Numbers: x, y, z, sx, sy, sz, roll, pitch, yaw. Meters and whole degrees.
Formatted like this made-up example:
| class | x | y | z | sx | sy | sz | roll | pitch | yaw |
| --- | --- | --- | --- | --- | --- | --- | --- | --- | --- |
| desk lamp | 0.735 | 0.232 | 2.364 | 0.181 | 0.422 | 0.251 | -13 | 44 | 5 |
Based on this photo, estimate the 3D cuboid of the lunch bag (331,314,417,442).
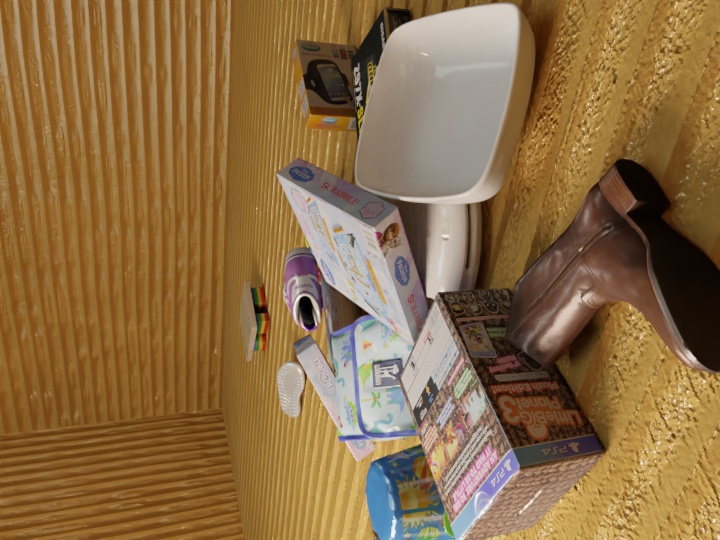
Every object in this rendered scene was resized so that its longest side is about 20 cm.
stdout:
| class | x | y | z | sx | sy | sz | roll | pitch | yaw |
| --- | --- | --- | --- | --- | --- | --- | --- | --- | --- |
| lunch bag | 0.041 | 0.156 | 0.839 | 0.199 | 0.125 | 0.174 | -27 | 64 | 55 |

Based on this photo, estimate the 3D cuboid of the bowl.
| class | x | y | z | sx | sy | sz | roll | pitch | yaw |
| --- | --- | --- | --- | --- | --- | --- | --- | --- | --- |
| bowl | 0.094 | -0.165 | 0.621 | 0.198 | 0.074 | 0.204 | 13 | 88 | 48 |

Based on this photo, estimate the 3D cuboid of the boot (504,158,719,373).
| class | x | y | z | sx | sy | sz | roll | pitch | yaw |
| --- | --- | --- | --- | --- | --- | --- | --- | --- | --- |
| boot | 0.193 | 0.042 | 0.481 | 0.201 | 0.063 | 0.189 | 117 | 158 | -48 |

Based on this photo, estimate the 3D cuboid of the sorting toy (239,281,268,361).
| class | x | y | z | sx | sy | sz | roll | pitch | yaw |
| --- | --- | --- | --- | --- | --- | --- | --- | --- | --- |
| sorting toy | -0.371 | 0.177 | 2.027 | 0.201 | 0.068 | 0.203 | 110 | 150 | -46 |

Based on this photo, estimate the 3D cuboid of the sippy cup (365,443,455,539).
| class | x | y | z | sx | sy | sz | roll | pitch | yaw |
| --- | --- | --- | --- | --- | --- | --- | --- | --- | --- |
| sippy cup | 0.079 | 0.279 | 0.723 | 0.179 | 0.128 | 0.142 | 112 | 148 | -47 |

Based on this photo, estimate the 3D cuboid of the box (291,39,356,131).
| class | x | y | z | sx | sy | sz | roll | pitch | yaw |
| --- | --- | --- | --- | --- | --- | --- | --- | --- | --- |
| box | -0.054 | -0.342 | 1.040 | 0.042 | 0.117 | 0.204 | 125 | 137 | -58 |

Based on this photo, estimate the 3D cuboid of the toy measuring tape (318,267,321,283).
| class | x | y | z | sx | sy | sz | roll | pitch | yaw |
| --- | --- | --- | --- | --- | --- | --- | --- | --- | --- |
| toy measuring tape | -0.033 | 0.000 | 1.119 | 0.198 | 0.072 | 0.075 | 6 | 98 | 52 |

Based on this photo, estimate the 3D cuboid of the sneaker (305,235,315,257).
| class | x | y | z | sx | sy | sz | roll | pitch | yaw |
| --- | --- | --- | --- | --- | --- | --- | --- | --- | --- |
| sneaker | 0.000 | 0.000 | 0.908 | 0.200 | 0.074 | 0.082 | 43 | 170 | 6 |

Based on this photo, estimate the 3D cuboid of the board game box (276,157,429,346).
| class | x | y | z | sx | sy | sz | roll | pitch | yaw |
| --- | --- | --- | --- | --- | --- | --- | --- | --- | --- |
| board game box | -0.005 | -0.025 | 0.730 | 0.198 | 0.041 | 0.202 | 34 | 154 | 42 |

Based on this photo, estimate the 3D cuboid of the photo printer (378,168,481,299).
| class | x | y | z | sx | sy | sz | roll | pitch | yaw |
| --- | --- | --- | --- | --- | --- | --- | --- | --- | --- |
| photo printer | 0.082 | -0.051 | 0.747 | 0.199 | 0.068 | 0.171 | 12 | 103 | 62 |

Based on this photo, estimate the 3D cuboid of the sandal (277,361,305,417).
| class | x | y | z | sx | sy | sz | roll | pitch | yaw |
| --- | --- | --- | --- | --- | --- | --- | --- | --- | --- |
| sandal | -0.181 | 0.308 | 1.543 | 0.050 | 0.081 | 0.206 | -49 | -23 | -49 |

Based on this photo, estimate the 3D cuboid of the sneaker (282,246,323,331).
| class | x | y | z | sx | sy | sz | roll | pitch | yaw |
| --- | --- | --- | --- | --- | --- | --- | --- | --- | --- |
| sneaker | -0.096 | 0.064 | 0.978 | 0.202 | 0.071 | 0.116 | 86 | 174 | -60 |

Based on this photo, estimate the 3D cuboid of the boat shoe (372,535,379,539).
| class | x | y | z | sx | sy | sz | roll | pitch | yaw |
| --- | --- | --- | --- | --- | --- | --- | --- | --- | --- |
| boat shoe | 0.035 | 0.484 | 0.964 | 0.200 | 0.071 | 0.070 | 149 | 138 | -74 |

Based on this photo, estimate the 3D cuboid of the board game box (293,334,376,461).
| class | x | y | z | sx | sy | sz | roll | pitch | yaw |
| --- | --- | --- | --- | --- | --- | --- | --- | --- | --- |
| board game box | -0.053 | 0.217 | 1.030 | 0.203 | 0.043 | 0.199 | 61 | 172 | -3 |

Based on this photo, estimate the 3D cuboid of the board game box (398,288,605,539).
| class | x | y | z | sx | sy | sz | roll | pitch | yaw |
| --- | --- | --- | --- | --- | --- | --- | --- | --- | --- |
| board game box | 0.132 | 0.148 | 0.611 | 0.161 | 0.095 | 0.202 | 108 | 152 | -43 |

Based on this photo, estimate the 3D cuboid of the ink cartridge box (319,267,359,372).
| class | x | y | z | sx | sy | sz | roll | pitch | yaw |
| --- | --- | --- | --- | --- | --- | --- | --- | --- | --- |
| ink cartridge box | -0.047 | 0.093 | 1.019 | 0.200 | 0.056 | 0.166 | 29 | -129 | -65 |

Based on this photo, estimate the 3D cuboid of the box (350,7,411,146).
| class | x | y | z | sx | sy | sz | roll | pitch | yaw |
| --- | --- | --- | --- | --- | --- | --- | --- | --- | --- |
| box | 0.037 | -0.270 | 0.901 | 0.159 | 0.048 | 0.205 | 154 | 112 | -70 |
